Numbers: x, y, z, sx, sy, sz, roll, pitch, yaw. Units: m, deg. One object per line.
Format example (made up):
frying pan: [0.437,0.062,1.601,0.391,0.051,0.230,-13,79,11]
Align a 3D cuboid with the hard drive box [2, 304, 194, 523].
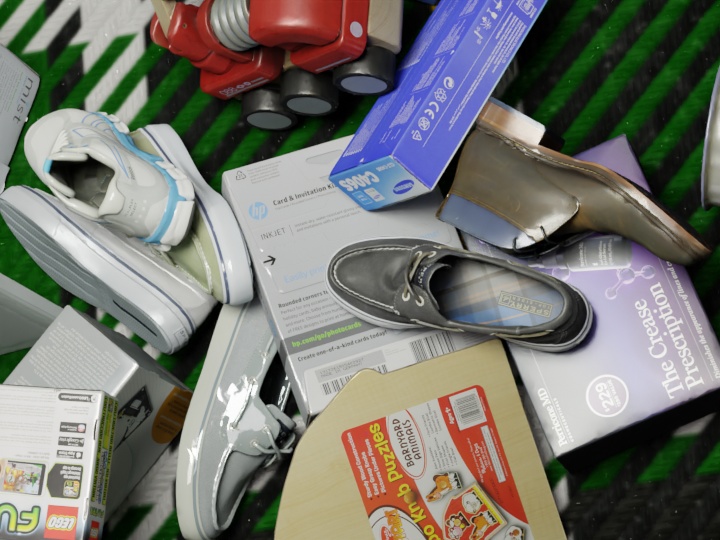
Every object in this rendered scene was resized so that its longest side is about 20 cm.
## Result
hard drive box: [-0.226,0.138,1.493,0.077,0.156,0.200,39,89,19]

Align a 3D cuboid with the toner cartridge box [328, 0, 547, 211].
toner cartridge box: [0.060,-0.139,1.490,0.043,0.095,0.200,40,66,-18]

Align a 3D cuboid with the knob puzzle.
knob puzzle: [0.033,0.163,1.451,0.219,0.030,0.220,0,93,-4]

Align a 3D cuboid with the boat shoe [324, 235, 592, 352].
boat shoe: [0.062,0.014,1.418,0.200,0.066,0.070,16,81,20]

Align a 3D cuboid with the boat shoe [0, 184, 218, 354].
boat shoe: [-0.194,-0.011,1.577,0.200,0.074,0.067,38,63,18]

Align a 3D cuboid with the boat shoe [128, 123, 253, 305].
boat shoe: [-0.141,-0.037,1.534,0.062,0.072,0.200,-17,43,-20]

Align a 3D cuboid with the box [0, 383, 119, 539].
box: [-0.273,0.133,1.405,0.200,0.035,0.110,3,78,14]

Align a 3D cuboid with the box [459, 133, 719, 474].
box: [0.171,0.025,1.460,0.141,0.079,0.200,-25,71,10]

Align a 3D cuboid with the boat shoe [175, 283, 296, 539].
boat shoe: [-0.083,0.108,1.507,0.071,0.070,0.201,8,75,22]

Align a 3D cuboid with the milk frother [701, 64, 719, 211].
milk frother: [0.326,-0.064,1.378,0.188,0.200,0.181,8,82,17]

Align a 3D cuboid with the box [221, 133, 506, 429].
box: [0.000,0.000,1.502,0.156,0.041,0.200,-17,73,-13]

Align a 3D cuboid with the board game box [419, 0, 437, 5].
board game box: [-0.022,-0.264,1.517,0.200,0.134,0.045,16,81,-6]

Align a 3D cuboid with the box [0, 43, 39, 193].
box: [-0.353,-0.101,1.574,0.097,0.176,0.200,17,81,18]

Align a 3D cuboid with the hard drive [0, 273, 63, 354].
hard drive: [-0.315,0.034,1.518,0.132,0.200,0.026,-15,74,11]

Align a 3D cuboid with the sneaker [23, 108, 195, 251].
sneaker: [-0.207,-0.079,1.504,0.200,0.087,0.075,27,100,47]

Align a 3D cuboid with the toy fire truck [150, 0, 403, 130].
toy fire truck: [-0.089,-0.204,1.498,0.176,0.200,0.129,-14,66,48]

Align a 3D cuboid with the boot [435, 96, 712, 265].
boot: [0.145,-0.033,1.411,0.200,0.075,0.097,36,96,30]
